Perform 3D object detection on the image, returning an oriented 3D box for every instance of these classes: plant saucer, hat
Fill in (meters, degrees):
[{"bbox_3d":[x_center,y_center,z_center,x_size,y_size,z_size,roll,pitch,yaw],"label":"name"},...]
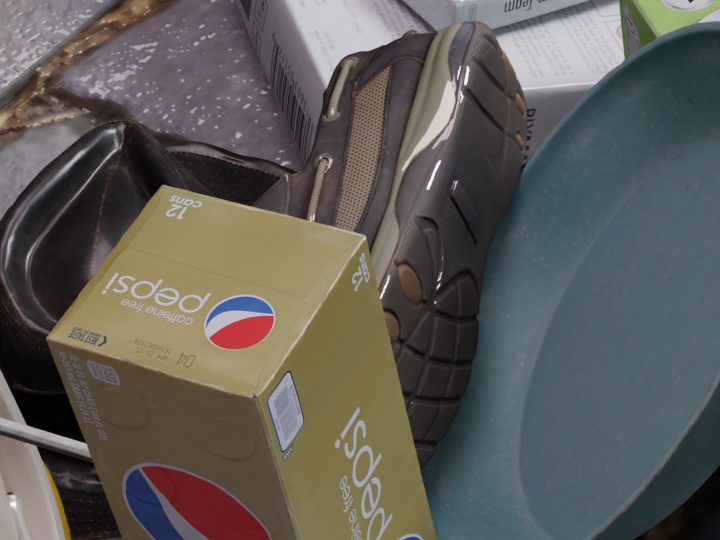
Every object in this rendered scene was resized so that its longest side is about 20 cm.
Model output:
[{"bbox_3d":[0.087,0.016,0.788,0.036,0.200,0.200,27,42,-21],"label":"plant saucer"},{"bbox_3d":[-0.089,0.002,0.877,0.200,0.081,0.201,-7,44,7],"label":"hat"}]

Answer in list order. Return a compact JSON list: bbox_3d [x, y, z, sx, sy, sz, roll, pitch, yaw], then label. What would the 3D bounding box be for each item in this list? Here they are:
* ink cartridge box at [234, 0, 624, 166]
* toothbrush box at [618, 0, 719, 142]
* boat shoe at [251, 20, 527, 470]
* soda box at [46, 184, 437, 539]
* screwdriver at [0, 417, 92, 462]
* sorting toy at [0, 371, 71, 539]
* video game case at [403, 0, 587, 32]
[{"bbox_3d":[0.056,-0.105,0.992,0.199,0.057,0.163,-2,41,-20],"label":"ink cartridge box"},{"bbox_3d":[0.196,-0.041,0.854,0.145,0.086,0.200,-20,45,-7],"label":"toothbrush box"},{"bbox_3d":[0.000,0.000,0.830,0.073,0.075,0.200,-1,48,28],"label":"boat shoe"},{"bbox_3d":[-0.024,0.072,0.707,0.068,0.200,0.064,14,51,25],"label":"soda box"},{"bbox_3d":[-0.071,0.058,0.755,0.029,0.200,0.028,-34,51,26],"label":"screwdriver"},{"bbox_3d":[-0.203,0.078,0.777,0.179,0.201,0.107,-16,24,12],"label":"sorting toy"},{"bbox_3d":[0.053,-0.175,1.022,0.182,0.024,0.200,-19,46,-30],"label":"video game case"}]
